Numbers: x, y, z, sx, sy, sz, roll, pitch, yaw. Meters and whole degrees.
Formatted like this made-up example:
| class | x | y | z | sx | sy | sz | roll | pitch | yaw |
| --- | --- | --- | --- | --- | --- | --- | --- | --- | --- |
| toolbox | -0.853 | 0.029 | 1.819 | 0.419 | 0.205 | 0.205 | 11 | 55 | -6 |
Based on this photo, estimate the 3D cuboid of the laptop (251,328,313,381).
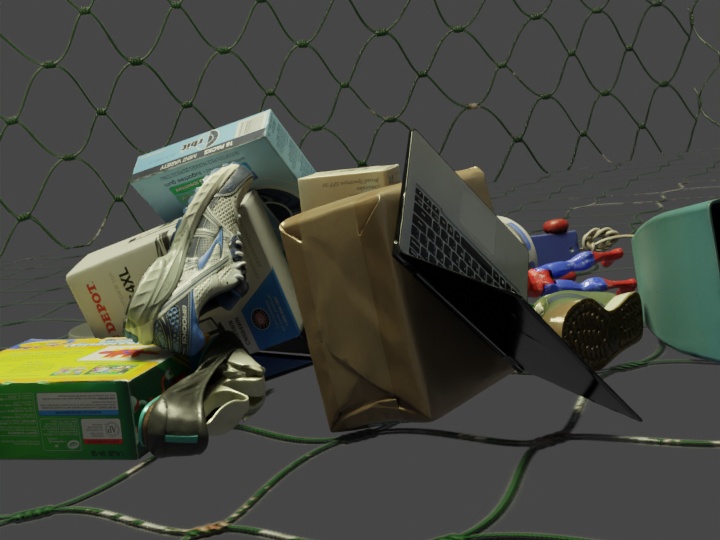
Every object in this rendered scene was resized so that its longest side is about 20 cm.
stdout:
| class | x | y | z | sx | sy | sz | roll | pitch | yaw |
| --- | --- | --- | --- | --- | --- | --- | --- | --- | --- |
| laptop | -0.115 | 0.048 | 1.235 | 0.176 | 0.201 | 0.103 | 1 | -25 | 44 |

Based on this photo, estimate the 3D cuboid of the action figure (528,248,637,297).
| class | x | y | z | sx | sy | sz | roll | pitch | yaw |
| --- | --- | --- | --- | --- | --- | --- | --- | --- | --- |
| action figure | 0.181 | 0.025 | 1.164 | 0.199 | 0.066 | 0.099 | -3 | -30 | -33 |

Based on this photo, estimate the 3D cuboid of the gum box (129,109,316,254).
| class | x | y | z | sx | sy | sz | roll | pitch | yaw |
| --- | --- | --- | --- | --- | --- | --- | --- | --- | --- |
| gum box | -0.117 | -0.065 | 1.196 | 0.169 | 0.200 | 0.045 | -16 | 44 | 25 |

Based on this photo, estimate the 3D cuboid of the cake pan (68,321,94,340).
| class | x | y | z | sx | sy | sz | roll | pitch | yaw |
| --- | --- | --- | --- | --- | --- | --- | --- | --- | --- |
| cake pan | -0.274 | 0.080 | 1.396 | 0.199 | 0.037 | 0.200 | -7 | 8 | 1 |

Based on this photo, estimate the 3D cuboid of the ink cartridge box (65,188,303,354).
| class | x | y | z | sx | sy | sz | roll | pitch | yaw |
| --- | --- | --- | --- | --- | --- | --- | --- | --- | --- |
| ink cartridge box | -0.173 | 0.025 | 1.135 | 0.199 | 0.147 | 0.084 | -21 | 14 | 9 |

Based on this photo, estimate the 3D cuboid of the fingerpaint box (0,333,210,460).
| class | x | y | z | sx | sy | sz | roll | pitch | yaw |
| --- | --- | --- | --- | --- | --- | --- | --- | --- | --- |
| fingerpaint box | -0.253 | 0.113 | 1.009 | 0.198 | 0.074 | 0.167 | -3 | 9 | 16 |

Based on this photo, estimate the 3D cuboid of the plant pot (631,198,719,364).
| class | x | y | z | sx | sy | sz | roll | pitch | yaw |
| --- | --- | --- | --- | --- | --- | --- | --- | --- | --- |
| plant pot | 0.343 | 0.002 | 1.041 | 0.140 | 0.142 | 0.200 | -9 | 2 | -13 |

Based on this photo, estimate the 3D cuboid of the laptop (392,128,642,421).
| class | x | y | z | sx | sy | sz | roll | pitch | yaw |
| --- | --- | --- | --- | --- | --- | --- | --- | --- | --- |
| laptop | 0.125 | 0.000 | 0.871 | 0.115 | 0.201 | 0.187 | -18 | -43 | 32 |

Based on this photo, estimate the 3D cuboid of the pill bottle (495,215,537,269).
| class | x | y | z | sx | sy | sz | roll | pitch | yaw |
| --- | --- | --- | --- | --- | --- | --- | --- | --- | --- |
| pill bottle | 0.112 | 0.006 | 1.289 | 0.113 | 0.115 | 0.199 | -1 | 9 | 37 |

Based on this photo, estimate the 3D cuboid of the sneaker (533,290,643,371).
| class | x | y | z | sx | sy | sz | roll | pitch | yaw |
| --- | --- | --- | --- | --- | --- | --- | --- | --- | --- |
| sneaker | 0.192 | 0.056 | 1.050 | 0.089 | 0.068 | 0.200 | -3 | 3 | 34 |

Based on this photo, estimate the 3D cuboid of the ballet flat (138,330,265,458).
| class | x | y | z | sx | sy | sz | roll | pitch | yaw |
| --- | --- | --- | --- | --- | --- | --- | --- | --- | --- |
| ballet flat | -0.122 | 0.110 | 0.972 | 0.068 | 0.069 | 0.200 | 5 | 21 | 14 |

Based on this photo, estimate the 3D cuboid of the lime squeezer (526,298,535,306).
| class | x | y | z | sx | sy | sz | roll | pitch | yaw |
| --- | --- | --- | --- | --- | --- | --- | --- | --- | --- |
| lime squeezer | 0.156 | 0.013 | 1.236 | 0.038 | 0.200 | 0.071 | -26 | 42 | 17 |

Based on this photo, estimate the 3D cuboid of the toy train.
| class | x | y | z | sx | sy | sz | roll | pitch | yaw |
| --- | --- | --- | --- | --- | --- | --- | --- | --- | --- |
| toy train | 0.264 | -0.021 | 1.508 | 0.198 | 0.085 | 0.116 | -8 | -5 | -2 |

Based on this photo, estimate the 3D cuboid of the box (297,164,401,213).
| class | x | y | z | sx | sy | sz | roll | pitch | yaw |
| --- | --- | --- | --- | --- | --- | --- | --- | --- | --- |
| box | 0.000 | 0.000 | 1.118 | 0.094 | 0.202 | 0.078 | -6 | 8 | 13 |

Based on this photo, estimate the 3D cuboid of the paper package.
| class | x | y | z | sx | sy | sz | roll | pitch | yaw |
| --- | --- | --- | --- | --- | --- | --- | --- | --- | --- |
| paper package | 0.045 | 0.021 | 0.954 | 0.103 | 0.192 | 0.200 | -13 | 2 | 33 |

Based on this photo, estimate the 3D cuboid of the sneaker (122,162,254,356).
| class | x | y | z | sx | sy | sz | roll | pitch | yaw |
| --- | --- | --- | --- | --- | --- | --- | --- | --- | --- |
| sneaker | -0.136 | -0.006 | 1.016 | 0.085 | 0.201 | 0.077 | 27 | -26 | -2 |
